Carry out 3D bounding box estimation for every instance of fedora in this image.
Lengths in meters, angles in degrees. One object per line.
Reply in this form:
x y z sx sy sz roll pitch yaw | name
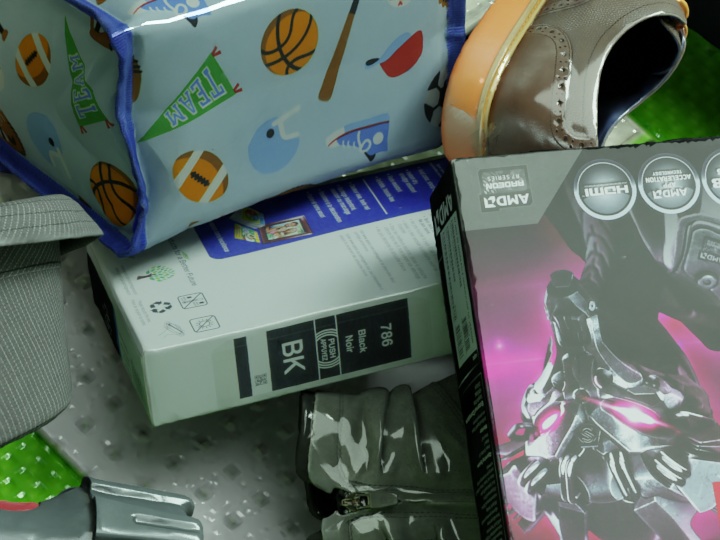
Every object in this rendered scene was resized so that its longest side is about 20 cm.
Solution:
-0.181 0.036 1.049 0.199 0.177 0.091 -13 88 -32 | fedora

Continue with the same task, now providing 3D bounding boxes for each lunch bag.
-0.077 -0.102 1.199 0.169 0.125 0.200 -19 35 -31 | lunch bag

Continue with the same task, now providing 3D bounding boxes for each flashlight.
-0.154 0.082 0.975 0.199 0.068 0.068 9 70 -17 | flashlight

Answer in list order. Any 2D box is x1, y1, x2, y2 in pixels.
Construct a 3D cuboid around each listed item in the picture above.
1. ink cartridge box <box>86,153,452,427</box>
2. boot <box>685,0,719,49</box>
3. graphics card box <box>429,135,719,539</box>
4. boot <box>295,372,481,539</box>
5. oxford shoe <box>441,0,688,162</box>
0.000 0.000 1.154 0.199 0.039 0.100 -14 31 -11 | ink cartridge box
0.175 -0.119 1.297 0.162 0.073 0.198 39 4 -2 | boot
0.101 0.054 1.081 0.125 0.051 0.201 -5 74 -10 | graphics card box
0.052 0.128 1.120 0.130 0.068 0.201 -16 76 -8 | boot
0.105 -0.108 1.200 0.073 0.072 0.201 15 56 23 | oxford shoe
